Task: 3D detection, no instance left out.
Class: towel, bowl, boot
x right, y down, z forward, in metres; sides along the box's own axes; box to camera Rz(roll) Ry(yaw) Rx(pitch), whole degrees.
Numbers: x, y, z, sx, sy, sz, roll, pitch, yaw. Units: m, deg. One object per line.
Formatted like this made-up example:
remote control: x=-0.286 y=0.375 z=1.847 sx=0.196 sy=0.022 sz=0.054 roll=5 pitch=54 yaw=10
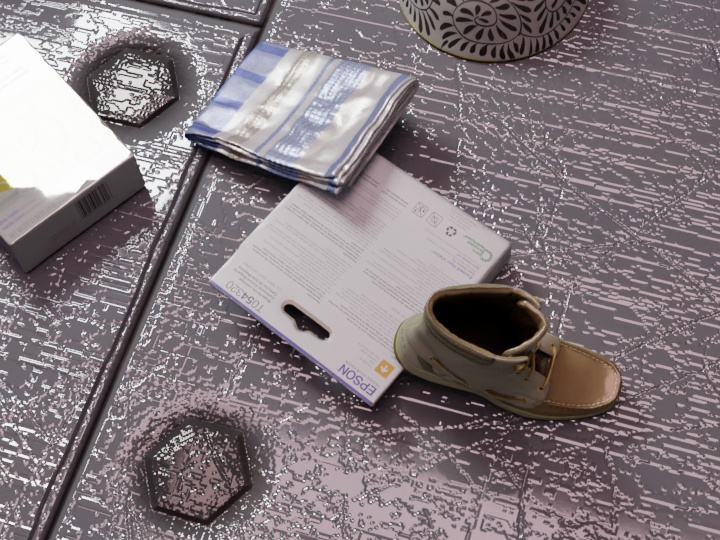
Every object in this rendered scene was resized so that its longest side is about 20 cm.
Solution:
towel: x=-0.057 y=-0.152 z=1.309 sx=0.200 sy=0.024 sz=0.147 roll=20 pitch=63 yaw=33
bowl: x=0.133 y=-0.317 z=1.371 sx=0.200 sy=0.094 sz=0.201 roll=-2 pitch=61 yaw=3
boot: x=0.135 y=0.066 z=1.120 sx=0.200 sy=0.155 sz=0.072 roll=15 pitch=74 yaw=-4

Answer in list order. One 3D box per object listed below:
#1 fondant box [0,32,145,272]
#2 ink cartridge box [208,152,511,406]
fondant box: x=-0.325 y=-0.116 z=1.323 sx=0.144 sy=0.058 sz=0.200 roll=-39 pitch=65 yaw=-15
ink cartridge box: x=0.000 y=0.000 z=1.245 sx=0.196 sy=0.043 sz=0.200 roll=36 pitch=73 yaw=19
